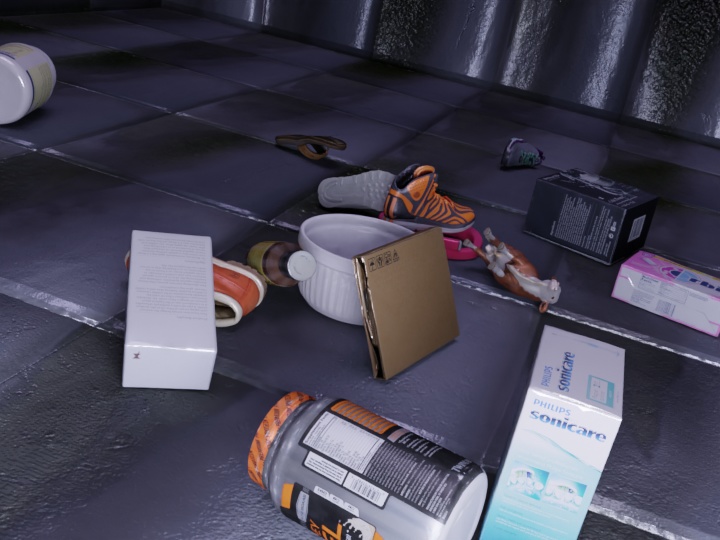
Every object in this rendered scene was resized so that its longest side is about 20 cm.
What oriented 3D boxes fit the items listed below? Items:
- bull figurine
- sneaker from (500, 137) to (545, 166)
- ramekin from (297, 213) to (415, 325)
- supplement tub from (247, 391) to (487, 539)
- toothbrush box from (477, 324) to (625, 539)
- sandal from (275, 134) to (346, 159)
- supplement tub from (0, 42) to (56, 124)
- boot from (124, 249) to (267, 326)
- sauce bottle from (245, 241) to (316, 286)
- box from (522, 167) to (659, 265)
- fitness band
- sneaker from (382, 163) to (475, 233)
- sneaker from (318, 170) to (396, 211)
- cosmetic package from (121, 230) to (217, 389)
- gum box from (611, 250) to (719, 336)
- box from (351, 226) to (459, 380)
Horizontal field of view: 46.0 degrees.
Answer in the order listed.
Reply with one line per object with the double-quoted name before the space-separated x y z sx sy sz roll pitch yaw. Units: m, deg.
"bull figurine" 0.254 -0.004 1.421 0.121 0.065 0.200 39 3 -25
"sneaker" 0.435 -0.307 2.241 0.087 0.074 0.200 25 25 17
"ramekin" 0.000 0.000 1.256 0.200 0.105 0.200 10 22 -4
"supplement tub" 0.004 0.194 0.776 0.200 0.123 0.123 23 25 25
"toothbrush box" 0.180 0.175 0.807 0.085 0.200 0.146 16 22 12
"sandal" -0.115 -0.283 1.948 0.200 0.055 0.082 9 12 32
"supplement tub" -0.735 -0.399 1.788 0.145 0.145 0.200 10 22 -4
"boot" -0.236 0.018 1.147 0.200 0.075 0.107 15 28 5
"sauce bottle" -0.112 -0.009 1.192 0.065 0.065 0.200 3 1 -19
"box" 0.476 -0.117 1.746 0.197 0.124 0.200 23 25 31
"fitness band" 0.129 -0.070 1.573 0.200 0.037 0.144 12 22 -2
"sneaker" 0.136 -0.131 1.532 0.200 0.112 0.078 -3 24 -35
"sneaker" 0.021 -0.151 1.630 0.200 0.076 0.080 6 1 26
"cosmetic package" -0.229 0.044 1.015 0.101 0.071 0.200 5 40 -16
"gum box" 0.551 0.035 1.491 0.200 0.066 0.113 24 26 27
"box" 0.066 0.039 1.135 0.021 0.164 0.200 -4 11 36
